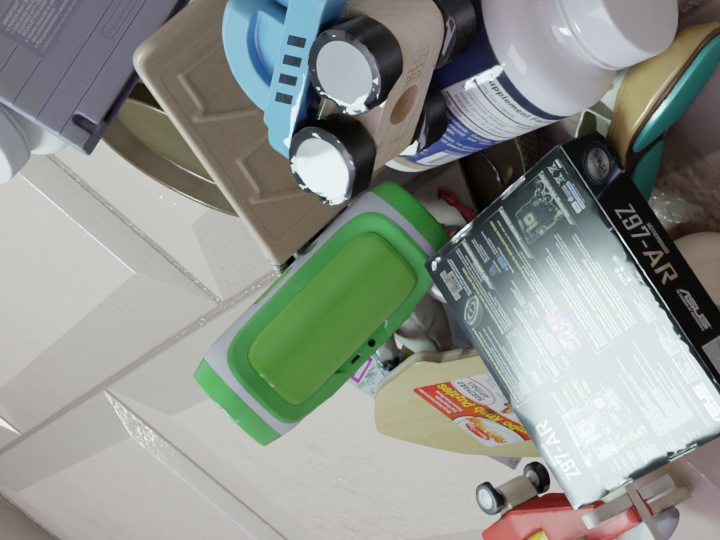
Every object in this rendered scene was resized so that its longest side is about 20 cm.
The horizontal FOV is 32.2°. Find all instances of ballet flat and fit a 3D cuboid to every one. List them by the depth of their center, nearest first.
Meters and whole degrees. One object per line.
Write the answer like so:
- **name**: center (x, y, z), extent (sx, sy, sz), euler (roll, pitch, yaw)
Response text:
- **ballet flat**: center (0.171, -0.096, 0.799), extent (0.063, 0.069, 0.200), euler (42, 152, 18)
- **ballet flat**: center (0.098, -0.065, 0.899), extent (0.067, 0.046, 0.200), euler (0, 120, 40)

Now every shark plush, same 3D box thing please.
- **shark plush**: center (0.000, 0.000, 0.992), extent (0.200, 0.091, 0.083), euler (40, -177, -2)

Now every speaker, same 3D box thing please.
- **speaker**: center (-0.025, 0.030, 0.902), extent (0.088, 0.200, 0.088), euler (44, 175, 5)

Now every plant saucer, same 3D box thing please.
- **plant saucer**: center (-0.153, -0.108, 1.111), extent (0.200, 0.030, 0.200), euler (25, 164, 8)

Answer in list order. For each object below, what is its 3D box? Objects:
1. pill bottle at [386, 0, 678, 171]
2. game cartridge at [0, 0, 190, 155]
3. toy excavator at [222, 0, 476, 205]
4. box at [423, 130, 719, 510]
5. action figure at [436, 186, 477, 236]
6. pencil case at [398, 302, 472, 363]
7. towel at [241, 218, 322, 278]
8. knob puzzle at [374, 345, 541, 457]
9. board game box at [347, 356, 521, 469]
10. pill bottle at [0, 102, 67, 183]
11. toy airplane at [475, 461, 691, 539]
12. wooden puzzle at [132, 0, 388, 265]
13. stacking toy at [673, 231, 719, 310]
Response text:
- **pill bottle**: center (0.087, -0.138, 0.764), extent (0.200, 0.111, 0.111), euler (-18, 122, 45)
- **game cartridge**: center (-0.196, -0.200, 0.904), extent (0.130, 0.200, 0.038), euler (32, 177, 11)
- **toy excavator**: center (-0.040, -0.164, 0.699), extent (0.200, 0.100, 0.195), euler (33, 134, 19)
- **box**: center (0.146, 0.036, 0.806), extent (0.200, 0.043, 0.160), euler (58, 139, 11)
- **action figure**: center (0.052, -0.028, 1.020), extent (0.200, 0.065, 0.099), euler (5, 137, 45)
- **pencil case**: center (0.131, 0.091, 1.089), extent (0.200, 0.083, 0.091), euler (31, 174, 6)
- **towel**: center (-0.069, -0.063, 0.997), extent (0.034, 0.193, 0.200), euler (-27, 124, 10)
- **knob puzzle**: center (0.099, 0.101, 0.993), extent (0.219, 0.031, 0.220), euler (4, 150, 2)
- **board game box**: center (0.050, 0.111, 1.141), extent (0.200, 0.034, 0.134), euler (31, 180, -41)
- **pill bottle**: center (-0.248, -0.167, 0.991), extent (0.112, 0.200, 0.113), euler (25, 149, 17)
- **toy airplane**: center (0.197, 0.244, 1.094), extent (0.200, 0.199, 0.141), euler (-15, 90, 12)
- **wooden puzzle**: center (-0.043, -0.131, 0.859), extent (0.046, 0.185, 0.200), euler (30, 158, 50)
- **stacking toy**: center (0.198, 0.038, 0.928), extent (0.146, 0.146, 0.200), euler (49, 164, -23)
